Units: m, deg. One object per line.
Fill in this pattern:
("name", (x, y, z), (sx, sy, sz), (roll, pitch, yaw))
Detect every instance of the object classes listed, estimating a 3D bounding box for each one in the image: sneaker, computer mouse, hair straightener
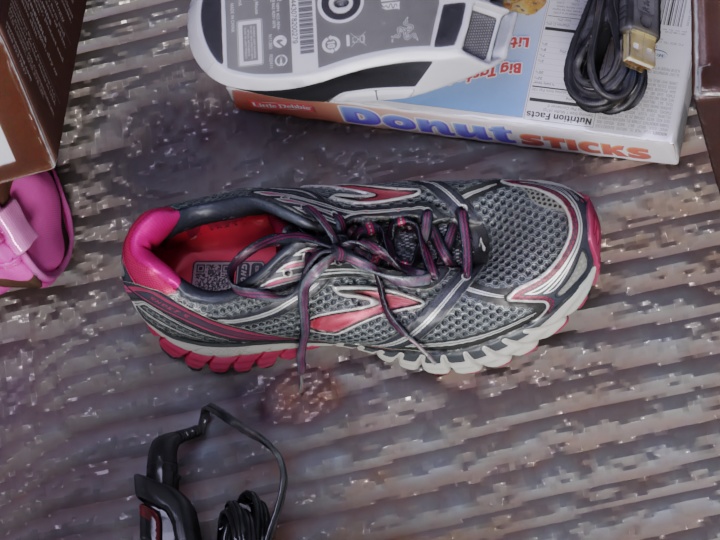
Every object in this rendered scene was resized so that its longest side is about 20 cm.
("sneaker", (0.000, 0.000, 1.163), (0.199, 0.075, 0.081), (-9, 66, 9))
("computer mouse", (0.028, -0.108, 1.193), (0.199, 0.044, 0.110), (-5, 67, 7))
("hair straightener", (-0.052, 0.145, 1.140), (0.076, 0.041, 0.201), (-7, 62, 10))

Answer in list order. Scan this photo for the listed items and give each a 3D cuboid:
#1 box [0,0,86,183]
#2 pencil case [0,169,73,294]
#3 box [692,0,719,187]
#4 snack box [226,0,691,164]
("box", (-0.174, -0.108, 1.195), (0.100, 0.075, 0.200), (-15, 29, 8))
("pencil case", (-0.225, -0.004, 1.207), (0.199, 0.094, 0.091), (-18, 99, 7))
("box", (0.169, -0.071, 1.076), (0.074, 0.200, 0.101), (-5, 66, 13))
("snack box", (0.045, -0.094, 1.219), (0.199, 0.024, 0.072), (8, 71, 16))
